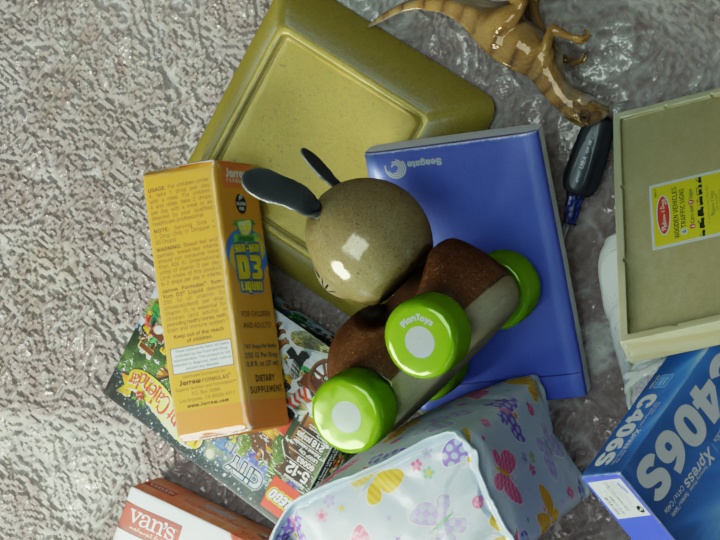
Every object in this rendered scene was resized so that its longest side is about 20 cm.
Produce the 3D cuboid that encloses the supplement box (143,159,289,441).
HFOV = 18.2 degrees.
[{"bbox_3d":[-0.106,0.021,1.653,0.068,0.066,0.202,-12,85,26],"label":"supplement box"}]

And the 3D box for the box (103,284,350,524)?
[{"bbox_3d":[-0.088,0.087,1.705,0.199,0.038,0.137,33,102,26],"label":"box"}]

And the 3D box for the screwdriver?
[{"bbox_3d":[0.149,-0.018,1.645,0.029,0.028,0.201,11,104,-10],"label":"screwdriver"}]

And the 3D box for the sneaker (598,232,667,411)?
[{"bbox_3d":[0.218,0.065,1.579,0.075,0.099,0.201,-24,83,25],"label":"sneaker"}]

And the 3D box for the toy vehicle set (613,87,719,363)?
[{"bbox_3d":[0.238,-0.038,1.545,0.123,0.027,0.201,-12,51,21],"label":"toy vehicle set"}]

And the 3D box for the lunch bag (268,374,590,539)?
[{"bbox_3d":[0.041,0.173,1.602,0.199,0.169,0.128,-23,91,25],"label":"lunch bag"}]

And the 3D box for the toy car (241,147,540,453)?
[{"bbox_3d":[0.000,0.000,1.567,0.200,0.164,0.158,48,117,8],"label":"toy car"}]

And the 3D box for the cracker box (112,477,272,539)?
[{"bbox_3d":[-0.143,0.280,1.742,0.133,0.058,0.201,22,99,17],"label":"cracker box"}]

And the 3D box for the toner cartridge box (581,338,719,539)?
[{"bbox_3d":[0.240,0.100,1.521,0.095,0.200,0.043,50,150,-18],"label":"toner cartridge box"}]

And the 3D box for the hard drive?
[{"bbox_3d":[0.086,0.000,1.634,0.131,0.025,0.201,-6,107,20],"label":"hard drive"}]

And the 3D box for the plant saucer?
[{"bbox_3d":[-0.030,-0.090,1.690,0.199,0.048,0.201,33,103,16],"label":"plant saucer"}]

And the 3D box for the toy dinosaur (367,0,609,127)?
[{"bbox_3d":[0.101,-0.179,1.622,0.200,0.060,0.107,35,90,23],"label":"toy dinosaur"}]
